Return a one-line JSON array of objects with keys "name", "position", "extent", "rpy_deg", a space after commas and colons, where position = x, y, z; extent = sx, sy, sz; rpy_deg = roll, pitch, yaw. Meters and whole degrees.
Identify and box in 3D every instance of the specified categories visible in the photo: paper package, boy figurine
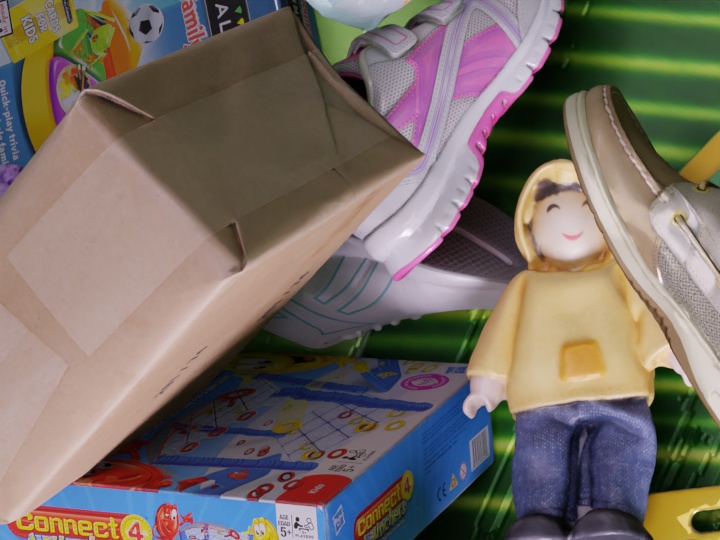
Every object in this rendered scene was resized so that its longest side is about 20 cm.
[{"name": "paper package", "position": [-0.097, -0.005, 1.056], "extent": [0.103, 0.191, 0.200], "rpy_deg": [47, 123, 6]}, {"name": "boy figurine", "position": [0.111, 0.039, 1.120], "extent": [0.124, 0.064, 0.201], "rpy_deg": [-3, 72, 18]}]

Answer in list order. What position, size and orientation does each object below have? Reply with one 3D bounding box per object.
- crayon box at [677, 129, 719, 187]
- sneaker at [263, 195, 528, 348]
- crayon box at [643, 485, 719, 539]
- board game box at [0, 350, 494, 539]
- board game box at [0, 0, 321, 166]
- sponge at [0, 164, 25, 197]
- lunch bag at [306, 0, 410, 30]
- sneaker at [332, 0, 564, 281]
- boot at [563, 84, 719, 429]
[{"name": "crayon box", "position": [0.242, 0.004, 1.097], "extent": [0.119, 0.058, 0.200], "rpy_deg": [-46, 69, 15]}, {"name": "sneaker", "position": [0.000, 0.000, 1.213], "extent": [0.200, 0.071, 0.080], "rpy_deg": [6, 128, 12]}, {"name": "crayon box", "position": [0.202, 0.201, 1.104], "extent": [0.127, 0.051, 0.201], "rpy_deg": [-9, 83, 25]}, {"name": "board game box", "position": [-0.060, 0.099, 1.151], "extent": [0.195, 0.200, 0.056], "rpy_deg": [3, 108, 25]}, {"name": "board game box", "position": [-0.119, -0.103, 1.281], "extent": [0.200, 0.047, 0.151], "rpy_deg": [-17, 79, 23]}, {"name": "sponge", "position": [-0.187, -0.001, 1.175], "extent": [0.030, 0.199, 0.112], "rpy_deg": [-41, 55, 54]}, {"name": "lunch bag", "position": [0.037, -0.215, 1.124], "extent": [0.170, 0.200, 0.122], "rpy_deg": [-36, 107, 20]}, {"name": "sneaker", "position": [0.034, -0.098, 1.150], "extent": [0.088, 0.081, 0.200], "rpy_deg": [31, 65, -7]}, {"name": "boot", "position": [0.196, -0.028, 1.049], "extent": [0.155, 0.072, 0.200], "rpy_deg": [-34, 78, 21]}]
